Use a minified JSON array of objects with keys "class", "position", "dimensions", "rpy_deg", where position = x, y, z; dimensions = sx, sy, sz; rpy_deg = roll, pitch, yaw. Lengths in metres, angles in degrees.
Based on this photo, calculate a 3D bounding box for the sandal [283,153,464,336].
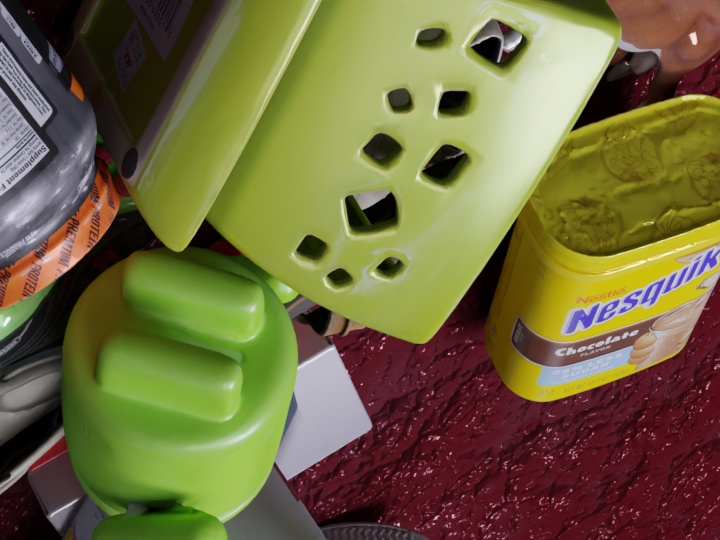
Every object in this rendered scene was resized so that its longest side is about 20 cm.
[{"class":"sandal","position":[0.000,0.000,1.133],"dimensions":[0.200,0.082,0.055],"rpy_deg":[-28,112,20]}]

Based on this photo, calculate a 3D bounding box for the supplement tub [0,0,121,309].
[{"class":"supplement tub","position":[-0.201,-0.084,0.913],"dimensions":[0.122,0.123,0.200],"rpy_deg":[-35,118,-2]}]

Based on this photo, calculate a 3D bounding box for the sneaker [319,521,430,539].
[{"class":"sneaker","position":[-0.036,0.247,1.394],"dimensions":[0.200,0.074,0.118],"rpy_deg":[-17,129,-6]}]

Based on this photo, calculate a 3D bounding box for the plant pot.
[{"class":"plant pot","position":[-0.025,-0.110,1.000],"dimensions":[0.181,0.200,0.199],"rpy_deg":[14,118,-32]}]

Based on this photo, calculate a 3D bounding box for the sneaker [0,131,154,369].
[{"class":"sneaker","position":[-0.152,-0.015,1.061],"dimensions":[0.200,0.077,0.084],"rpy_deg":[-39,159,-35]}]

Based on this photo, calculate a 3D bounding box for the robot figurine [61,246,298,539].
[{"class":"robot figurine","position":[-0.094,0.064,1.043],"dimensions":[0.115,0.176,0.200],"rpy_deg":[13,153,-1]}]

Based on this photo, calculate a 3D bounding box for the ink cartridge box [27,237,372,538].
[{"class":"ink cartridge box","position":[-0.108,0.084,1.225],"dimensions":[0.200,0.045,0.176],"rpy_deg":[-31,138,-6]}]

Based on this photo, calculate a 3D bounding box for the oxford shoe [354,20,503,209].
[{"class":"oxford shoe","position":[0.027,-0.071,1.153],"dimensions":[0.071,0.074,0.200],"rpy_deg":[-7,131,-30]}]

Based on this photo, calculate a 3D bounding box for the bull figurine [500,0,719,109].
[{"class":"bull figurine","position":[0.139,-0.156,1.160],"dimensions":[0.121,0.065,0.200],"rpy_deg":[-47,137,16]}]

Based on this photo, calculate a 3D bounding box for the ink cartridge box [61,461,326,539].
[{"class":"ink cartridge box","position":[-0.112,0.201,1.187],"dimensions":[0.083,0.146,0.200],"rpy_deg":[6,125,-42]}]

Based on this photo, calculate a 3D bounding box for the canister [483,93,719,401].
[{"class":"canister","position":[0.156,-0.007,1.248],"dimensions":[0.148,0.087,0.200],"rpy_deg":[-19,155,-15]}]

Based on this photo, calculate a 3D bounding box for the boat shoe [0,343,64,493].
[{"class":"boat shoe","position":[-0.220,0.100,1.139],"dimensions":[0.200,0.063,0.071],"rpy_deg":[-38,119,1]}]
